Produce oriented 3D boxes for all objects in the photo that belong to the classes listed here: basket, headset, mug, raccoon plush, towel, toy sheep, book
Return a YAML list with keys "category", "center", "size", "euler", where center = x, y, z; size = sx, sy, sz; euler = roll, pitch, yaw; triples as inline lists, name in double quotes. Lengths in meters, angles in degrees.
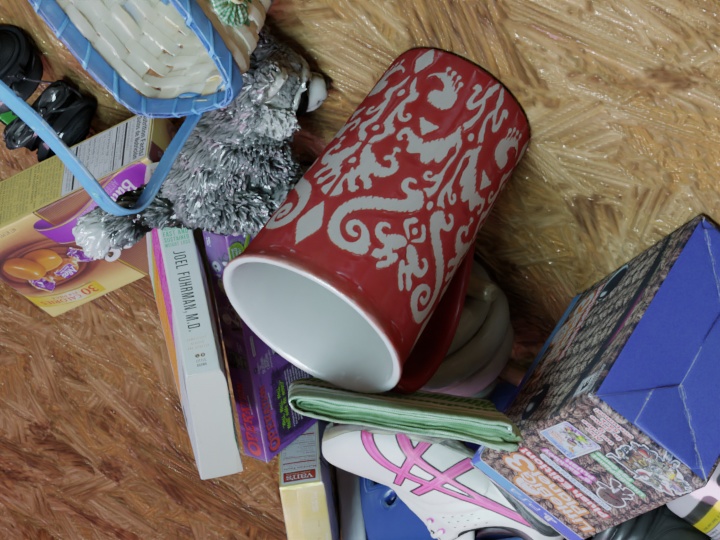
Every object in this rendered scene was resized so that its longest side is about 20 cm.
- category: "basket"
  center: [-0.159, -0.161, 1.444]
  size: [0.139, 0.200, 0.176]
  euler: [-2, 138, 51]
- category: "headset"
  center: [-0.274, -0.129, 1.761]
  size: [0.123, 0.094, 0.200]
  euler: [44, 164, -19]
- category: "mug"
  center: [0.016, -0.028, 1.469]
  size: [0.133, 0.200, 0.178]
  euler: [27, 154, 13]
- category: "raccoon plush"
  center: [-0.112, -0.086, 1.550]
  size: [0.097, 0.199, 0.134]
  euler: [45, 157, 36]
- category: "towel"
  center: [0.025, 0.095, 1.487]
  size: [0.152, 0.024, 0.200]
  euler: [9, -179, -2]
- category: "toy sheep"
  center: [0.054, 0.050, 1.640]
  size: [0.137, 0.138, 0.201]
  euler: [12, 135, 39]
- category: "book"
  center: [-0.127, 0.035, 1.642]
  size: [0.048, 0.201, 0.134]
  euler: [-10, 143, -5]

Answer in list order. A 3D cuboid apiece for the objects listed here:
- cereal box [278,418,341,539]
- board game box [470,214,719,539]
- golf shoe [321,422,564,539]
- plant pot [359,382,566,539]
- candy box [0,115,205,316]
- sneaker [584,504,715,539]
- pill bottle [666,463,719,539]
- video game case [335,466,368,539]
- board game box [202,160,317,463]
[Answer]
- category: "cereal box"
  center: [-0.040, 0.170, 1.780]
  size: [0.039, 0.200, 0.145]
  euler: [-8, 122, 1]
- category: "board game box"
  center: [0.186, 0.077, 1.496]
  size: [0.097, 0.160, 0.200]
  euler: [37, 154, -6]
- category: "golf shoe"
  center: [0.059, 0.159, 1.616]
  size: [0.199, 0.093, 0.073]
  euler: [11, 173, 21]
- category: "plant pot"
  center: [0.111, 0.222, 1.742]
  size: [0.199, 0.180, 0.200]
  euler: [-13, 132, 28]
- category: "candy box"
  center: [-0.205, -0.043, 1.753]
  size: [0.199, 0.057, 0.117]
  euler: [-21, 138, 29]
- category: "sneaker"
  center: [0.217, 0.172, 1.630]
  size: [0.099, 0.200, 0.071]
  euler: [34, 112, 0]
- category: "pill bottle"
  center: [0.323, 0.171, 1.549]
  size: [0.200, 0.113, 0.113]
  euler: [33, 154, 3]
- category: "video game case"
  center: [0.006, 0.187, 1.871]
  size: [0.023, 0.201, 0.182]
  euler: [-12, 145, 7]
- category: "board game box"
  center: [-0.057, 0.031, 1.678]
  size: [0.032, 0.120, 0.201]
  euler: [13, 125, 32]
